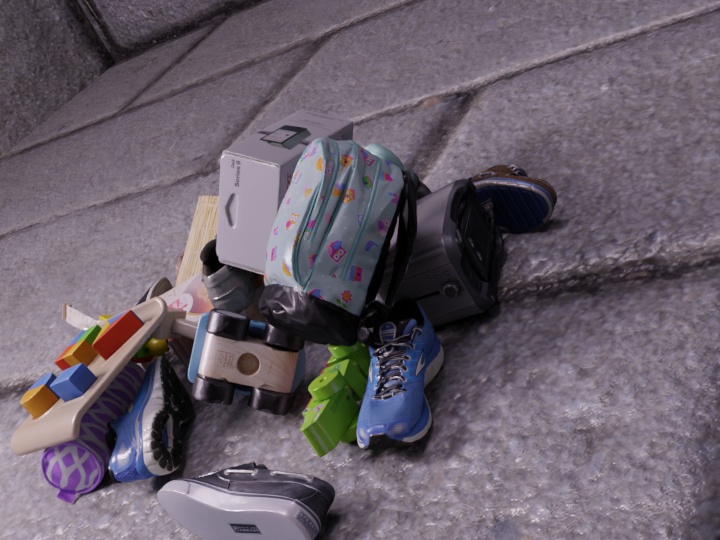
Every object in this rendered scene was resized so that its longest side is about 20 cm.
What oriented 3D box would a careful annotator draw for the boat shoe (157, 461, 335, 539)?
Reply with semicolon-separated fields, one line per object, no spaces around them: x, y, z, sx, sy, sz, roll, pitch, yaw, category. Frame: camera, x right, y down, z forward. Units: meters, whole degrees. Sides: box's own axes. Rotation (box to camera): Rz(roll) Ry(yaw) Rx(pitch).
-0.110;0.217;1.092;0.199;0.072;0.068;-6;35;40;boat shoe

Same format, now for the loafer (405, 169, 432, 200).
0.015;-0.051;1.507;0.199;0.063;0.072;-37;26;29;loafer

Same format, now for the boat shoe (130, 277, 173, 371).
-0.305;0.083;1.606;0.060;0.074;0.201;-17;34;16;boat shoe

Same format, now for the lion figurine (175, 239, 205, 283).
-0.181;-0.034;1.693;0.198;0.073;0.123;-12;38;27;lion figurine

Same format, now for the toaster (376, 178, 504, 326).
0.083;-0.018;1.287;0.128;0.114;0.201;-22;26;24;toaster

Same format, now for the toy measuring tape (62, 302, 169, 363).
-0.314;0.075;1.509;0.199;0.074;0.074;18;50;40;toy measuring tape

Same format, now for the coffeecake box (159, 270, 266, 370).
-0.159;0.038;1.509;0.199;0.073;0.154;-31;26;-2;coffeecake box

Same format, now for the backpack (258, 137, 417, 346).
-0.027;-0.031;1.160;0.167;0.126;0.202;2;71;64;backpack

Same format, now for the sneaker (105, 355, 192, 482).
-0.255;0.173;1.330;0.088;0.079;0.200;-23;24;11;sneaker

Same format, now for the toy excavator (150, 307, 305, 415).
-0.159;0.090;1.328;0.192;0.101;0.200;12;2;-4;toy excavator

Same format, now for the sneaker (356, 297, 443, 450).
0.030;0.099;1.129;0.078;0.090;0.201;-10;30;18;sneaker

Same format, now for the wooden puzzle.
-0.331;0.118;1.350;0.185;0.046;0.201;-21;31;49;wooden puzzle

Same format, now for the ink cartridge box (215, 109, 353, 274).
-0.090;-0.099;1.410;0.083;0.147;0.200;15;28;21;ink cartridge box

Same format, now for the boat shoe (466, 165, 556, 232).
0.170;-0.096;1.392;0.072;0.073;0.199;-41;25;-28;boat shoe

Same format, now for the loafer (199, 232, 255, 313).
-0.168;-0.016;1.449;0.069;0.070;0.200;-28;27;7;loafer

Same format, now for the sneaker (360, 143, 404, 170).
-0.023;-0.047;1.303;0.140;0.077;0.200;-59;2;-37;sneaker

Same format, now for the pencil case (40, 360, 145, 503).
-0.326;0.187;1.406;0.086;0.083;0.200;-62;5;29;pencil case

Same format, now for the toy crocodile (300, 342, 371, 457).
-0.021;0.122;1.186;0.061;0.068;0.200;-25;21;29;toy crocodile

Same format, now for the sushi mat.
-0.214;-0.027;1.657;0.095;0.012;0.202;0;60;18;sushi mat
